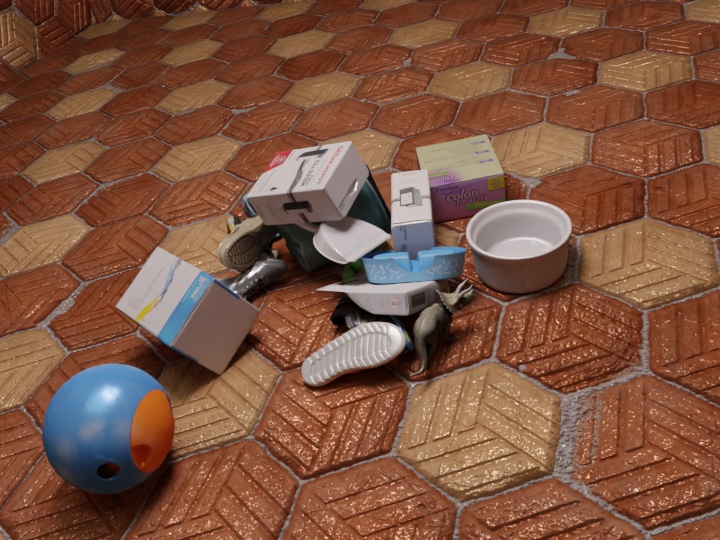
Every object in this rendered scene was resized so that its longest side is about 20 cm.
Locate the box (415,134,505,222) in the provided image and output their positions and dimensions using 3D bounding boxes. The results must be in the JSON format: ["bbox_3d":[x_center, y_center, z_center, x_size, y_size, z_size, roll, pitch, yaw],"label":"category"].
[{"bbox_3d":[0.229,-0.214,1.651,0.175,0.097,0.200,-10,35,4],"label":"box"}]

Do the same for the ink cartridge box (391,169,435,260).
[{"bbox_3d":[0.111,-0.095,1.486,0.083,0.146,0.200,-6,37,7],"label":"ink cartridge box"}]

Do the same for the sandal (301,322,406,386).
[{"bbox_3d":[-0.011,0.148,1.263,0.202,0.050,0.083,-21,61,16],"label":"sandal"}]

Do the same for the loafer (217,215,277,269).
[{"bbox_3d":[-0.247,-0.060,1.517,0.068,0.076,0.200,-2,24,27],"label":"loafer"}]

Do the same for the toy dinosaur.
[{"bbox_3d":[0.123,0.102,1.255,0.077,0.103,0.200,19,46,37],"label":"toy dinosaur"}]

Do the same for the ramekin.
[{"bbox_3d":[0.310,-0.045,1.397,0.199,0.098,0.201,-8,37,6],"label":"ramekin"}]

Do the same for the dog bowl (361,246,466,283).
[{"bbox_3d":[0.102,-0.010,1.349,0.199,0.050,0.111,-5,8,3],"label":"dog bowl"}]

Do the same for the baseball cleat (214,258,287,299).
[{"bbox_3d":[-0.242,0.045,1.494,0.199,0.070,0.107,-20,50,-1],"label":"baseball cleat"}]

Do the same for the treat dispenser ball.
[{"bbox_3d":[-0.399,0.250,1.138,0.200,0.202,0.201,-9,36,6],"label":"treat dispenser ball"}]

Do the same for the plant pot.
[{"bbox_3d":[-0.072,-0.109,1.538,0.196,0.201,0.200,-32,39,-12],"label":"plant pot"}]

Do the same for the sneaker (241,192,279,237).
[{"bbox_3d":[-0.239,-0.156,1.722,0.079,0.096,0.200,-24,37,-16],"label":"sneaker"}]

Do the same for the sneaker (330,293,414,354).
[{"bbox_3d":[0.021,0.111,1.317,0.199,0.071,0.083,26,67,41],"label":"sneaker"}]

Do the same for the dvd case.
[{"bbox_3d":[0.006,-0.183,1.593,0.016,0.200,0.149,-40,42,-13],"label":"dvd case"}]

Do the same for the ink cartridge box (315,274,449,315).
[{"bbox_3d":[0.044,0.044,1.342,0.199,0.057,0.162,-4,7,35],"label":"ink cartridge box"}]

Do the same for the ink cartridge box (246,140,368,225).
[{"bbox_3d":[-0.103,-0.171,1.418,0.199,0.084,0.145,-1,46,35],"label":"ink cartridge box"}]

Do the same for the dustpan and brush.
[{"bbox_3d":[-0.058,-0.073,1.401,0.200,0.057,0.139,35,42,21],"label":"dustpan and brush"}]

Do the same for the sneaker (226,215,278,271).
[{"bbox_3d":[-0.246,-0.061,1.629,0.087,0.076,0.200,-18,45,-19],"label":"sneaker"}]

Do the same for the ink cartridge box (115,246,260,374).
[{"bbox_3d":[-0.329,0.075,1.361,0.199,0.147,0.146,24,77,39],"label":"ink cartridge box"}]

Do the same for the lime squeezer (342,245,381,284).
[{"bbox_3d":[0.000,0.000,1.487,0.070,0.038,0.200,-4,36,12],"label":"lime squeezer"}]
